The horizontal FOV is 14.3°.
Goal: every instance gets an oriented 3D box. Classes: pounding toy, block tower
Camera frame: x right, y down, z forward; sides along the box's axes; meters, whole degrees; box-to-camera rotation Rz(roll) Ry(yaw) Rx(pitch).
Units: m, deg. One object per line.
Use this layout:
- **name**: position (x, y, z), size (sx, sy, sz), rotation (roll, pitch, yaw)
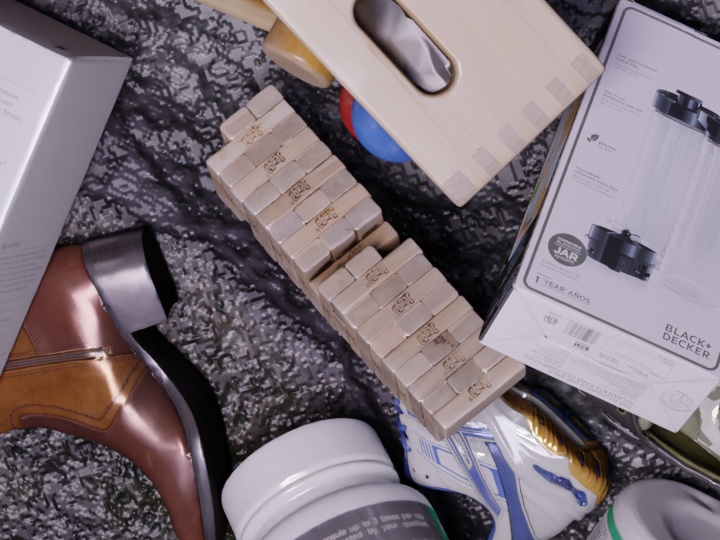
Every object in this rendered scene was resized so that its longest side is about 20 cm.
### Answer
- **pounding toy**: position (-0.005, -0.133, 1.464), size (0.142, 0.184, 0.200), rotation (-44, 99, 2)
- **block tower**: position (0.000, 0.000, 1.484), size (0.054, 0.058, 0.200), rotation (-39, 73, -8)

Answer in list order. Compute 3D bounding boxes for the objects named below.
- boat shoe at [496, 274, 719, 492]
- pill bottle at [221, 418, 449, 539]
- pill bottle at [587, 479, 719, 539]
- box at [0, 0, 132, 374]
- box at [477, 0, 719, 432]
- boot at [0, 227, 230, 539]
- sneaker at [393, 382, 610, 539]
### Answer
- **boat shoe**: position (0.162, 0.058, 1.551), size (0.201, 0.066, 0.072), rotation (36, 106, -6)
- **pill bottle**: position (0.006, 0.185, 1.530), size (0.113, 0.113, 0.200), rotation (-35, 60, 13)
- **pill bottle**: position (0.140, 0.222, 1.563), size (0.113, 0.113, 0.200), rotation (30, 115, -4)
- **box**: position (-0.225, -0.047, 1.512), size (0.124, 0.097, 0.200), rotation (27, 101, 12)
- **box**: position (0.148, -0.031, 1.463), size (0.116, 0.200, 0.060), rotation (23, 146, -3)
- **boot**: position (-0.184, 0.089, 1.588), size (0.200, 0.068, 0.189), rotation (-18, 104, 10)
- **sneaker**: position (0.042, 0.075, 1.562), size (0.088, 0.075, 0.200), rotation (-41, 96, 20)
